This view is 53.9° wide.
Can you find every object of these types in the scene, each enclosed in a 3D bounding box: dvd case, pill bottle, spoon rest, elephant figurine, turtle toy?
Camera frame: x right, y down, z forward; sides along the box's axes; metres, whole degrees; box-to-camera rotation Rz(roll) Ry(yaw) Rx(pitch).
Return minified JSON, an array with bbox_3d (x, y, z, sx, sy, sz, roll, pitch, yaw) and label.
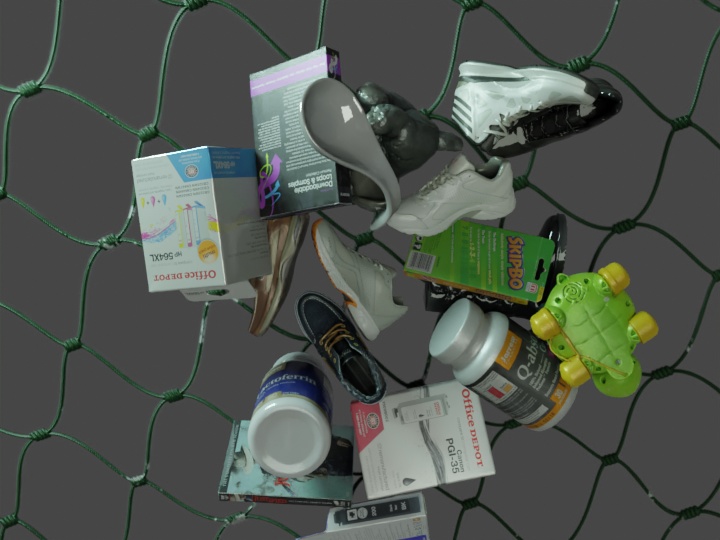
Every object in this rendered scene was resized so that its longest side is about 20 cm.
[{"bbox_3d":[-0.108,0.294,1.086,0.196,0.147,0.022,3,124,0],"label":"dvd case"},{"bbox_3d":[0.203,0.132,1.012,0.198,0.117,0.117,34,103,-12],"label":"pill bottle"},{"bbox_3d":[-0.006,-0.143,0.871,0.060,0.100,0.201,-6,126,45],"label":"spoon rest"},{"bbox_3d":[0.009,-0.143,0.983,0.155,0.140,0.202,45,115,31],"label":"elephant figurine"},{"bbox_3d":[-0.096,0.200,1.029,0.113,0.200,0.118,0,105,-1],"label":"pill bottle"},{"bbox_3d":[0.321,0.089,0.969,0.145,0.101,0.202,-32,95,4],"label":"turtle toy"}]

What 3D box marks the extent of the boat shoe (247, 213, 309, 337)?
[{"bbox_3d":[-0.135,-0.003,1.043,0.071,0.076,0.203,18,98,1],"label":"boat shoe"}]

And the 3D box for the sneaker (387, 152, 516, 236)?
[{"bbox_3d":[0.123,-0.115,0.988,0.197,0.078,0.101,-16,128,-11],"label":"sneaker"}]

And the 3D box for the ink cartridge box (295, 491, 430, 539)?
[{"bbox_3d":[0.010,0.410,1.112,0.196,0.044,0.199,-11,146,0],"label":"ink cartridge box"}]

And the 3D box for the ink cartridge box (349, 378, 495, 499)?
[{"bbox_3d":[0.095,0.252,1.080,0.196,0.083,0.149,-13,79,4],"label":"ink cartridge box"}]

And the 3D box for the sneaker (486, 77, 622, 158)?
[{"bbox_3d":[0.264,-0.209,0.973,0.197,0.091,0.077,-24,107,8],"label":"sneaker"}]

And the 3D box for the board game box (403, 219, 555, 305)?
[{"bbox_3d":[0.167,-0.018,1.001,0.197,0.030,0.097,13,71,20],"label":"board game box"}]

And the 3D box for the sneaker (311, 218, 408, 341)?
[{"bbox_3d":[0.000,0.000,1.047,0.091,0.076,0.202,-30,111,0],"label":"sneaker"}]

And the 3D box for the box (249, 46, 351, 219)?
[{"bbox_3d":[-0.082,-0.177,0.944,0.141,0.036,0.204,-6,86,36],"label":"box"}]

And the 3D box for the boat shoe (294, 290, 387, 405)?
[{"bbox_3d":[-0.029,0.106,1.030,0.071,0.091,0.201,-38,79,-4],"label":"boat shoe"}]

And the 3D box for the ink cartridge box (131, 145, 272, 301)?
[{"bbox_3d":[-0.210,-0.056,0.960,0.126,0.125,0.204,-5,94,22],"label":"ink cartridge box"}]

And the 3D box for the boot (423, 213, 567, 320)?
[{"bbox_3d":[0.197,-0.012,1.048,0.196,0.066,0.168,8,92,9],"label":"boot"}]

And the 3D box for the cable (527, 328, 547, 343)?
[{"bbox_3d":[0.306,0.081,1.073,0.198,0.050,0.098,-29,110,6],"label":"cable"}]

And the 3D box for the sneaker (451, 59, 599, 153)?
[{"bbox_3d":[0.211,-0.208,0.939,0.198,0.075,0.117,16,95,35],"label":"sneaker"}]
